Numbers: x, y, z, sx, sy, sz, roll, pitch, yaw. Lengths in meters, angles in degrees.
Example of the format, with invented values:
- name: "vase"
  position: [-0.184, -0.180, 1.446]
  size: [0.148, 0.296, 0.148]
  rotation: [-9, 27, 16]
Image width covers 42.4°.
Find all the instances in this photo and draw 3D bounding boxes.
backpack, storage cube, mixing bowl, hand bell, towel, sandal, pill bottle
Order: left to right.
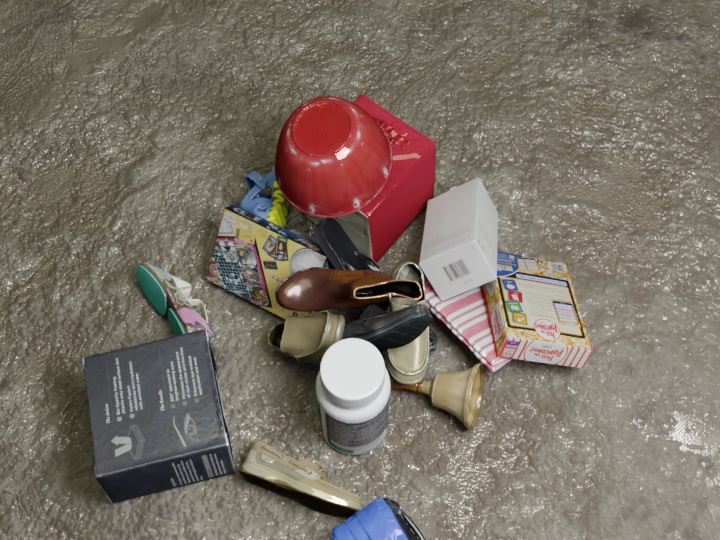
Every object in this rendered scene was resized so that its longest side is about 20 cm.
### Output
- name: "sandal"
  position: [-0.174, -0.108, 1.646]
  size: [0.085, 0.080, 0.203]
  rotation: [4, 51, 7]
- name: "mixing bowl"
  position: [-0.051, -0.197, 1.469]
  size: [0.196, 0.109, 0.204]
  rotation: [-3, 69, 7]
- name: "pill bottle"
  position: [-0.010, 0.189, 1.388]
  size: [0.111, 0.201, 0.115]
  rotation: [0, 59, 0]
- name: "sandal"
  position: [0.000, 0.000, 1.499]
  size: [0.201, 0.043, 0.076]
  rotation: [52, 36, -11]
- name: "storage cube"
  position: [0.011, -0.155, 1.602]
  size: [0.170, 0.201, 0.180]
  rotation: [36, 71, 19]
- name: "backpack"
  position: [0.033, 0.426, 1.270]
  size: [0.166, 0.163, 0.202]
  rotation: [-26, 63, -12]
- name: "hand bell"
  position: [0.090, 0.181, 1.475]
  size: [0.196, 0.105, 0.105]
  rotation: [10, 58, 19]
- name: "towel"
  position: [0.190, 0.076, 1.526]
  size: [0.145, 0.030, 0.200]
  rotation: [-17, 53, -43]

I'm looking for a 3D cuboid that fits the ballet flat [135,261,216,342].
- name: "ballet flat"
  position: [-0.302, 0.057, 1.548]
  size: [0.070, 0.070, 0.200]
  rotation: [-19, 52, -33]

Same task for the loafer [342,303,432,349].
- name: "loafer"
  position: [0.022, 0.084, 1.404]
  size: [0.198, 0.072, 0.074]
  rotation: [-26, 59, 32]

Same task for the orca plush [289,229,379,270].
- name: "orca plush"
  position: [-0.048, 0.000, 1.600]
  size: [0.196, 0.072, 0.105]
  rotation: [20, 15, 0]

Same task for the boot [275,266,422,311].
- name: "boot"
  position: [-0.023, 0.037, 1.367]
  size: [0.184, 0.200, 0.070]
  rotation: [3, 93, -13]

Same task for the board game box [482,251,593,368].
- name: "board game box"
  position: [0.281, 0.059, 1.510]
  size: [0.148, 0.047, 0.202]
  rotation: [9, 42, -11]

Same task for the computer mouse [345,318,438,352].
- name: "computer mouse"
  position: [0.029, 0.127, 1.510]
  size: [0.197, 0.047, 0.141]
  rotation: [-21, 44, -22]

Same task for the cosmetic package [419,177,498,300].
- name: "cosmetic package"
  position: [0.166, -0.056, 1.544]
  size: [0.106, 0.085, 0.201]
  rotation: [-23, 27, 25]

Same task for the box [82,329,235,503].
- name: "box"
  position: [-0.307, 0.221, 1.417]
  size: [0.196, 0.118, 0.199]
  rotation: [-12, 59, -8]

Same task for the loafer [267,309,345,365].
- name: "loafer"
  position: [-0.088, 0.107, 1.443]
  size: [0.066, 0.199, 0.077]
  rotation: [19, 66, -23]

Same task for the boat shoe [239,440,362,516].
- name: "boat shoe"
  position: [-0.083, 0.311, 1.394]
  size: [0.196, 0.073, 0.066]
  rotation: [17, 61, 16]

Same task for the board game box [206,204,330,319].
- name: "board game box"
  position: [-0.154, -0.007, 1.551]
  size: [0.197, 0.138, 0.035]
  rotation: [26, 23, 14]

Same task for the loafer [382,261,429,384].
- name: "loafer"
  position: [0.070, 0.076, 1.452]
  size: [0.074, 0.069, 0.204]
  rotation: [-3, 67, 1]
